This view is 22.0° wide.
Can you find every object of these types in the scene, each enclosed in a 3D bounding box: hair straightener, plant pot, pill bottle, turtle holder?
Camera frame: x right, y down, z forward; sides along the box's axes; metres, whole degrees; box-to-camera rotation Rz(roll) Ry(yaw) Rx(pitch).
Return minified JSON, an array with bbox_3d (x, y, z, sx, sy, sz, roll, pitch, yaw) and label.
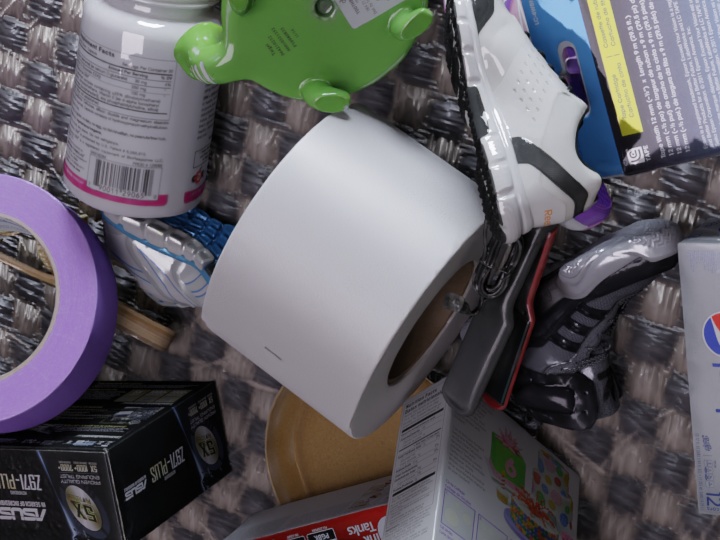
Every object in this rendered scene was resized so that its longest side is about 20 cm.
[{"bbox_3d":[0.097,0.018,1.280,0.041,0.076,0.201,45,128,34],"label":"hair straightener"},{"bbox_3d":[0.015,0.156,1.485,0.198,0.027,0.202,10,112,26],"label":"plant pot"},{"bbox_3d":[-0.163,-0.153,1.428,0.113,0.113,0.202,21,115,21],"label":"pill bottle"},{"bbox_3d":[-0.035,-0.188,1.320,0.140,0.132,0.186,26,114,-15],"label":"turtle holder"}]

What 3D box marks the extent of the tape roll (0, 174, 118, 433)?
[{"bbox_3d":[-0.298,0.027,1.487,0.198,0.066,0.202,-2,79,9],"label":"tape roll"}]

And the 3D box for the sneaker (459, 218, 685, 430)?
[{"bbox_3d":[0.171,0.045,1.336,0.199,0.075,0.114,-30,91,39],"label":"sneaker"}]

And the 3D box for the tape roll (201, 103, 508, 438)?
[{"bbox_3d":[0.000,0.000,1.338,0.139,0.202,0.204,36,120,14],"label":"tape roll"}]

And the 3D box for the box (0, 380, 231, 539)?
[{"bbox_3d":[-0.237,0.157,1.543,0.198,0.164,0.087,-2,106,28],"label":"box"}]

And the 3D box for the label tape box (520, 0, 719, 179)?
[{"bbox_3d":[0.221,-0.149,1.235,0.198,0.066,0.145,-12,101,26],"label":"label tape box"}]

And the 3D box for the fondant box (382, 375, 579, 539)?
[{"bbox_3d":[0.087,0.194,1.330,0.058,0.201,0.144,-32,120,34],"label":"fondant box"}]

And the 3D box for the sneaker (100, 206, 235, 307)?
[{"bbox_3d":[-0.129,0.003,1.497,0.199,0.075,0.087,33,132,19],"label":"sneaker"}]

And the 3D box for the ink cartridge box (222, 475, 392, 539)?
[{"bbox_3d":[0.006,0.265,1.461,0.199,0.084,0.177,-20,97,32],"label":"ink cartridge box"}]

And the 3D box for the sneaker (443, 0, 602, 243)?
[{"bbox_3d":[0.105,-0.117,1.230,0.079,0.074,0.202,-12,73,-3],"label":"sneaker"}]

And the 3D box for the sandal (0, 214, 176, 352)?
[{"bbox_3d":[-0.237,-0.011,1.558,0.210,0.078,0.070,28,87,11],"label":"sandal"}]

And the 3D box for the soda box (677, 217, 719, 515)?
[{"bbox_3d":[0.267,0.067,1.291,0.063,0.068,0.202,2,107,29],"label":"soda box"}]

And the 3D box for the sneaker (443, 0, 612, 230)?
[{"bbox_3d":[0.136,-0.128,1.296,0.088,0.080,0.202,-23,94,25],"label":"sneaker"}]
